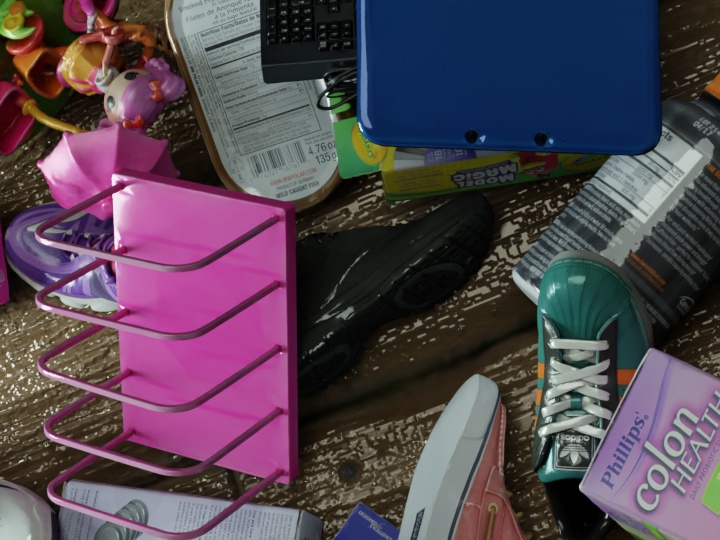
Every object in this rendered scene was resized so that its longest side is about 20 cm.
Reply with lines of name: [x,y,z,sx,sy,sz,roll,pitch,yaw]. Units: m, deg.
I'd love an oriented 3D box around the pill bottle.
pill bottle: [0.200,-0.037,1.402,0.106,0.106,0.200,42,90,25]

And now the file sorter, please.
file sorter: [-0.132,0.057,1.419,0.138,0.125,0.201,12,116,27]

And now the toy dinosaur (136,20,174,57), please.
toy dinosaur: [-0.066,-0.179,1.553,0.198,0.102,0.137,0,90,-4]

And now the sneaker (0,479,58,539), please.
sneaker: [-0.312,0.161,1.491,0.198,0.129,0.080,24,89,36]

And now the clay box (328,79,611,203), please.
clay box: [0.079,-0.115,1.470,0.198,0.048,0.116,-9,62,3]

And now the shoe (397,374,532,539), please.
shoe: [0.079,0.170,1.407,0.091,0.071,0.201,27,56,-13]

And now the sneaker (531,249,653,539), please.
sneaker: [0.142,0.086,1.332,0.071,0.201,0.080,2,35,19]

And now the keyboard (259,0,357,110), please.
keyboard: [0.031,-0.163,1.431,0.198,0.040,0.105,-6,60,3]

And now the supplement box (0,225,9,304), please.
supplement box: [-0.367,-0.003,1.576,0.199,0.101,0.104,-22,67,26]

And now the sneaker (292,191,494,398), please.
sneaker: [0.000,0.000,1.482,0.199,0.076,0.091,-35,62,5]

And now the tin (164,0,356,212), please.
tin: [-0.067,-0.137,1.514,0.111,0.042,0.201,-17,100,15]

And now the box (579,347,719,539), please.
box: [0.255,0.148,1.287,0.199,0.176,0.097,25,83,25]

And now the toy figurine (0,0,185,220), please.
toy figurine: [-0.190,-0.121,1.531,0.184,0.150,0.200,37,85,33]

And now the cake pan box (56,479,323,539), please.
cake pan box: [-0.130,0.251,1.462,0.183,0.052,0.202,2,74,22]

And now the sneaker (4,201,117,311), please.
sneaker: [-0.172,-0.012,1.540,0.199,0.083,0.081,14,78,24]

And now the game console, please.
game console: [0.086,-0.160,1.400,0.198,0.171,0.119,2,112,-11]

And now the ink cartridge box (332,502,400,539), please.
ink cartridge box: [-0.019,0.256,1.396,0.094,0.037,0.200,35,75,3]
